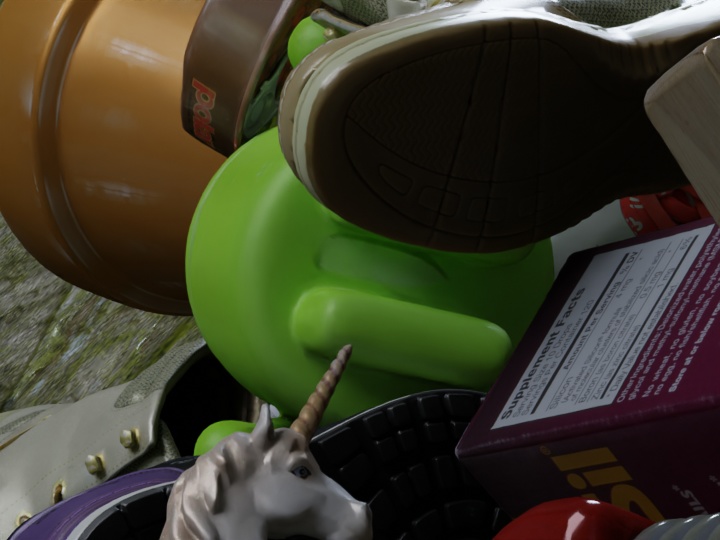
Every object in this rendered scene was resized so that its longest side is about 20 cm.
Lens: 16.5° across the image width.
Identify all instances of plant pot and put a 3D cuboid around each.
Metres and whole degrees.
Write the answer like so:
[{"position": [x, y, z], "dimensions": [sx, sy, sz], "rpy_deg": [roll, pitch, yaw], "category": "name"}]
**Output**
[{"position": [-0.046, -0.066, 1.148], "dimensions": [0.200, 0.201, 0.183], "rpy_deg": [-48, 36, -19], "category": "plant pot"}]

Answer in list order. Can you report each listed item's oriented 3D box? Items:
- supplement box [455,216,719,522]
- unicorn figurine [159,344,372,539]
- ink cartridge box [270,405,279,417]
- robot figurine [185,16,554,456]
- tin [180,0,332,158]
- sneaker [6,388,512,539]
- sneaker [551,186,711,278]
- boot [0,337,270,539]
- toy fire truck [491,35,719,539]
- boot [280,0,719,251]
[{"position": [0.137, 0.043, 0.665], "dimensions": [0.200, 0.110, 0.086], "rpy_deg": [-17, 31, 50], "category": "supplement box"}, {"position": [-0.028, 0.138, 0.710], "dimensions": [0.200, 0.137, 0.074], "rpy_deg": [-52, -20, 6], "category": "unicorn figurine"}, {"position": [-0.050, 0.086, 1.031], "dimensions": [0.200, 0.039, 0.099], "rpy_deg": [-44, 20, -1], "category": "ink cartridge box"}, {"position": [0.000, 0.000, 0.903], "dimensions": [0.200, 0.115, 0.177], "rpy_deg": [-169, 90, -77], "category": "robot figurine"}, {"position": [-0.008, -0.127, 1.003], "dimensions": [0.200, 0.042, 0.112], "rpy_deg": [-54, -18, -28], "category": "tin"}, {"position": [-0.024, 0.079, 0.821], "dimensions": [0.199, 0.076, 0.087], "rpy_deg": [-7, 5, -30], "category": "sneaker"}, {"position": [0.143, -0.053, 0.917], "dimensions": [0.201, 0.067, 0.108], "rpy_deg": [-46, 18, -18], "category": "sneaker"}, {"position": [-0.120, 0.111, 0.959], "dimensions": [0.154, 0.072, 0.200], "rpy_deg": [-22, 28, 37], "category": "boot"}, {"position": [0.083, 0.068, 0.581], "dimensions": [0.176, 0.128, 0.201], "rpy_deg": [-15, 57, 53], "category": "toy fire truck"}, {"position": [0.023, -0.075, 0.781], "dimensions": [0.199, 0.072, 0.154], "rpy_deg": [-13, 34, -39], "category": "boot"}]
